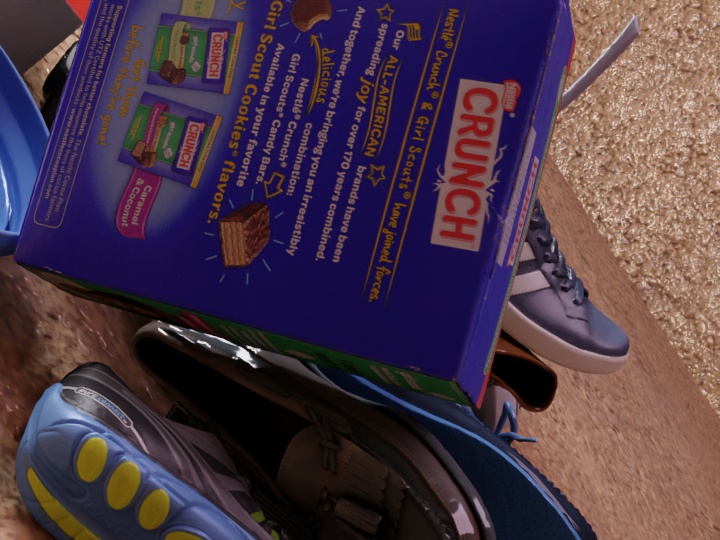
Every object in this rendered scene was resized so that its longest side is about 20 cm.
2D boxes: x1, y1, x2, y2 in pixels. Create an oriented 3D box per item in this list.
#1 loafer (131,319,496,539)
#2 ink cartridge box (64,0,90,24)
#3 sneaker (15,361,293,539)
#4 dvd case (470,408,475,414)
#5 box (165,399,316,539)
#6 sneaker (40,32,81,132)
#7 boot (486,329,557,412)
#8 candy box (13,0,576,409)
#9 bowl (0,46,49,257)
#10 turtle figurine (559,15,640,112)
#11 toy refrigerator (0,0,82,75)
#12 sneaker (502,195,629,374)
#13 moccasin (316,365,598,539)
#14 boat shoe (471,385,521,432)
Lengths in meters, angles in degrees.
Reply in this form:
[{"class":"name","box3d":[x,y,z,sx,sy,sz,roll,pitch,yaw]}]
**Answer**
[{"class":"loafer","box3d":[-0.027,0.079,0.710,0.063,0.072,0.200,-10,37,-41]},{"class":"ink cartridge box","box3d":[-0.079,-0.133,0.863,0.201,0.057,0.163,58,24,-32]},{"class":"sneaker","box3d":[-0.056,0.109,0.679,0.200,0.071,0.083,45,26,-25]},{"class":"dvd case","box3d":[0.105,0.166,1.024,0.149,0.016,0.200,47,13,-20]},{"class":"box","box3d":[-0.014,0.110,0.830,0.143,0.036,0.200,38,13,10]},{"class":"sneaker","box3d":[-0.122,-0.080,0.878,0.090,0.078,0.200,37,19,-18]},{"class":"boot","box3d":[0.000,0.000,0.928,0.188,0.069,0.200,29,17,-35]},{"class":"candy box","box3d":[-0.024,-0.051,0.693,0.198,0.171,0.077,15,-7,16]},{"class":"bowl","box3d":[-0.209,-0.086,0.705,0.201,0.039,0.201,50,14,-17]},{"class":"turtle figurine","box3d":[0.044,-0.066,0.797,0.144,0.198,0.196,95,1,-81]},{"class":"toy refrigerator","box3d":[-0.209,-0.198,0.914,0.076,0.070,0.201,43,18,-40]},{"class":"sneaker","box3d":[0.084,-0.025,0.904,0.199,0.085,0.075,37,15,-10]},{"class":"moccasin","box3d":[0.036,0.081,0.786,0.200,0.081,0.068,39,24,10]},{"class":"boat shoe","box3d":[0.090,0.003,1.039,0.070,0.066,0.202,-152,-130,-68]}]
